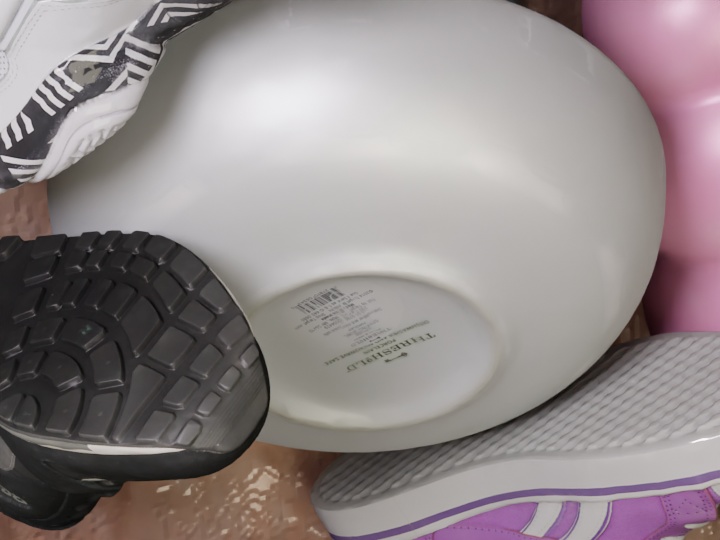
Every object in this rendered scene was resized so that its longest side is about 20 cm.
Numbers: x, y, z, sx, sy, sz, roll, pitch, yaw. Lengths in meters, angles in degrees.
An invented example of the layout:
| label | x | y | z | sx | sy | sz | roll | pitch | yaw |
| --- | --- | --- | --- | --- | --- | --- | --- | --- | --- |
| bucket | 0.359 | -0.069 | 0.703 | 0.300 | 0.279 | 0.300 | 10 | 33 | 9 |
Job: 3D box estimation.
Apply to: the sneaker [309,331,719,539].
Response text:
| label | x | y | z | sx | sy | sz | roll | pitch | yaw |
| --- | --- | --- | --- | --- | --- | --- | --- | --- | --- |
| sneaker | 0.089 | 0.091 | 0.877 | 0.115 | 0.200 | 0.073 | 58 | 43 | -16 |

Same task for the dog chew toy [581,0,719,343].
| label | x | y | z | sx | sy | sz | roll | pitch | yaw |
| --- | --- | --- | --- | --- | --- | --- | --- | --- | --- |
| dog chew toy | 0.138 | -0.039 | 0.876 | 0.124 | 0.125 | 0.200 | -31 | 116 | -6 |

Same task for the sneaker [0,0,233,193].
| label | x | y | z | sx | sy | sz | roll | pitch | yaw |
| --- | --- | --- | --- | --- | --- | --- | --- | --- | --- |
| sneaker | -0.081 | -0.107 | 0.715 | 0.200 | 0.075 | 0.115 | -32 | 117 | 22 |

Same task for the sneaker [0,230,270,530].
| label | x | y | z | sx | sy | sz | roll | pitch | yaw |
| --- | --- | --- | --- | --- | --- | --- | --- | --- | --- |
| sneaker | -0.088 | 0.040 | 0.787 | 0.076 | 0.200 | 0.088 | -52 | 129 | -25 |

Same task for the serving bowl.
| label | x | y | z | sx | sy | sz | roll | pitch | yaw |
| --- | --- | --- | --- | --- | --- | --- | --- | --- | --- |
| serving bowl | 0.000 | 0.000 | 0.811 | 0.199 | 0.066 | 0.200 | -1 | 142 | -1 |
